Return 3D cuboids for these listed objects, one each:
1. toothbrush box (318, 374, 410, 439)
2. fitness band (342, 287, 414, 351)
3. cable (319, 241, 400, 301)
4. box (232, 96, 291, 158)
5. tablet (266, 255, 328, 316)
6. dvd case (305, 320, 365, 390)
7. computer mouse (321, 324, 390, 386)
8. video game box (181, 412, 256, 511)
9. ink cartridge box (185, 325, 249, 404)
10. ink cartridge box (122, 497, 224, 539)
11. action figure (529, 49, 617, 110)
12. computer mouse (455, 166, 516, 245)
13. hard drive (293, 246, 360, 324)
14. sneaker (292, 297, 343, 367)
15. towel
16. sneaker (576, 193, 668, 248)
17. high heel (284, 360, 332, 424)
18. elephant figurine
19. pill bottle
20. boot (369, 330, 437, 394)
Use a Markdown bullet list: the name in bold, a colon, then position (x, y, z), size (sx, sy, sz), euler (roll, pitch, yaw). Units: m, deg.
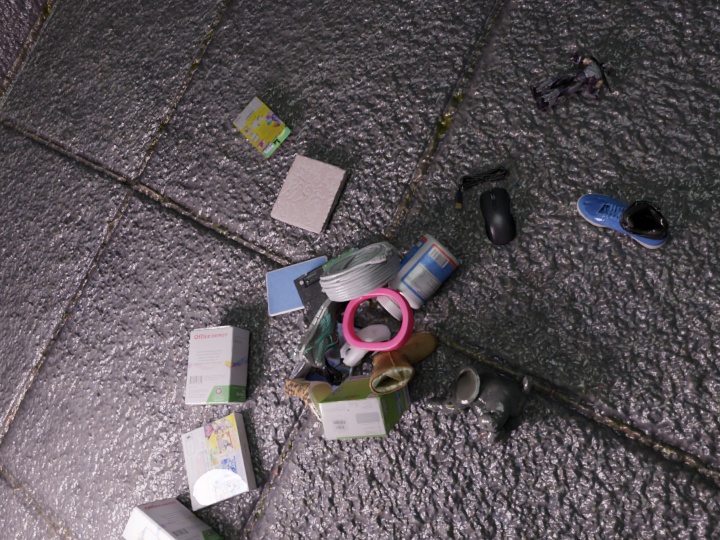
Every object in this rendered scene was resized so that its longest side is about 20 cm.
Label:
- **toothbrush box**: position (0.015, 0.299, 1.197), size (0.144, 0.200, 0.087), euler (-10, 94, 20)
- **fitness band**: position (0.038, 0.113, 1.235), size (0.198, 0.037, 0.145), euler (-5, 77, 40)
- **cable**: position (0.000, 0.000, 1.270), size (0.198, 0.200, 0.070), euler (-26, 104, 11)
- **box**: position (-0.297, -0.437, 1.641), size (0.117, 0.048, 0.200), euler (-46, 60, 6)
- **tablet**: position (-0.171, 0.044, 1.466), size (0.198, 0.014, 0.132), euler (-15, 70, 20)
- **dvd case**: position (-0.076, 0.229, 1.368), size (0.141, 0.018, 0.202), euler (11, 81, 27)
- **computer mouse**: position (-0.017, 0.192, 1.304), size (0.199, 0.044, 0.110), euler (-37, 45, 2)
- **video game box**: position (-0.377, 0.504, 1.408), size (0.181, 0.047, 0.202), euler (-25, 67, 18)
- **ink cartridge box**: position (-0.389, 0.260, 1.451), size (0.144, 0.087, 0.202), euler (-7, 74, 21)
- **ink cartridge box**: position (-0.473, 0.673, 1.346), size (0.199, 0.145, 0.088), euler (25, 87, 27)
- **action figure**: position (0.515, -0.454, 1.274), size (0.198, 0.069, 0.131), euler (-23, 62, 13)
- **computer mouse**: position (0.299, -0.157, 1.296), size (0.139, 0.046, 0.202), euler (-8, 72, 20)
- **hard drive**: position (-0.064, 0.041, 1.393), size (0.199, 0.038, 0.141), euler (-30, 67, 7)
- **sneaker**: position (-0.081, 0.151, 1.305), size (0.091, 0.078, 0.201), euler (30, 74, 6)
- **towel**: position (-0.146, -0.219, 1.520), size (0.190, 0.032, 0.202), euler (22, 85, 27)
- **sneaker**: position (0.558, -0.122, 1.134), size (0.199, 0.111, 0.077), euler (38, 92, 28)
- **high heel**: position (-0.129, 0.320, 1.291), size (0.143, 0.071, 0.201), euler (-58, 38, 29)
- **elephant figurine**: position (0.251, 0.269, 1.159), size (0.155, 0.142, 0.200), euler (-35, 43, -20)
- **pill bottle**: position (0.134, 0.020, 1.282), size (0.200, 0.112, 0.112), euler (-47, 63, 5)
- **boot**: position (0.103, 0.204, 1.184), size (0.174, 0.200, 0.067), euler (-29, 91, 2)
